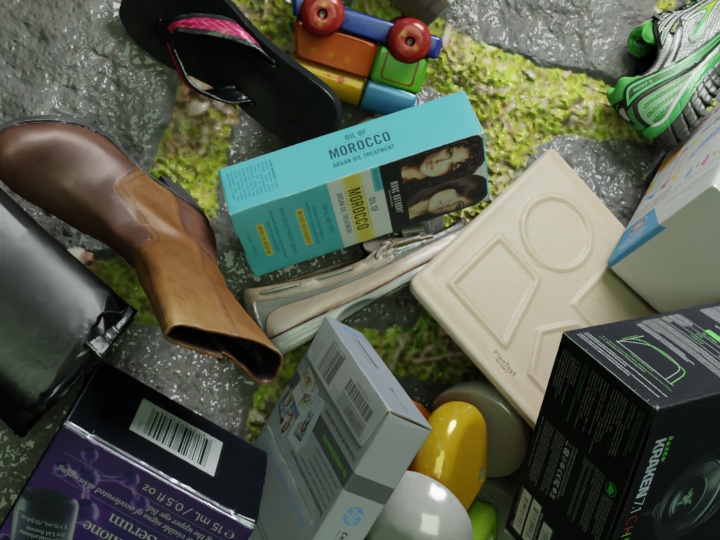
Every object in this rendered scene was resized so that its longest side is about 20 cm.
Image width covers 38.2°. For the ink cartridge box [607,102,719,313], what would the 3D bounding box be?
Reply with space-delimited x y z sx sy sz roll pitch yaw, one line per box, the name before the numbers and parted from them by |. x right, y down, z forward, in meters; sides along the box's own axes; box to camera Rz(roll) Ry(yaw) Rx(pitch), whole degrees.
ink cartridge box | 0.312 -0.055 0.835 0.125 0.129 0.200 40 52 -3

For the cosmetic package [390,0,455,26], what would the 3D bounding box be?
cosmetic package | 0.014 -0.293 0.822 0.200 0.105 0.071 45 83 -6

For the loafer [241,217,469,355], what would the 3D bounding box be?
loafer | 0.000 0.000 0.833 0.199 0.072 0.063 -29 87 -8

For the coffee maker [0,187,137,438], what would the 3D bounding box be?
coffee maker | -0.260 -0.001 0.719 0.200 0.192 0.135 43 41 -9

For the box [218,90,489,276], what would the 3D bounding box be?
box | -0.002 -0.065 0.805 0.198 0.083 0.049 -18 53 -2

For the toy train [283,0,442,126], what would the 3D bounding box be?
toy train | -0.045 -0.165 0.827 0.198 0.085 0.117 16 103 -6

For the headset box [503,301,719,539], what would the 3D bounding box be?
headset box | 0.222 0.124 0.734 0.199 0.093 0.175 -7 122 -32

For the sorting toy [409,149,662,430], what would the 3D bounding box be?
sorting toy | 0.155 0.025 0.822 0.185 0.036 0.200 48 61 0

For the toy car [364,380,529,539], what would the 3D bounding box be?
toy car | 0.043 0.187 0.801 0.149 0.175 0.202 5 118 29

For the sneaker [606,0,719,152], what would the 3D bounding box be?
sneaker | 0.284 -0.206 0.888 0.085 0.078 0.201 32 79 -1

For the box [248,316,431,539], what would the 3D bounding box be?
box | -0.039 0.153 0.750 0.041 0.156 0.201 27 99 -25

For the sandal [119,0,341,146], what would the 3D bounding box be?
sandal | -0.103 -0.160 0.794 0.199 0.045 0.075 35 122 7

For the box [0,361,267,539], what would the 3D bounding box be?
box | -0.179 0.194 0.741 0.147 0.104 0.201 30 106 -10

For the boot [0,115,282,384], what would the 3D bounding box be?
boot | -0.158 -0.010 0.708 0.068 0.200 0.188 -44 133 10
